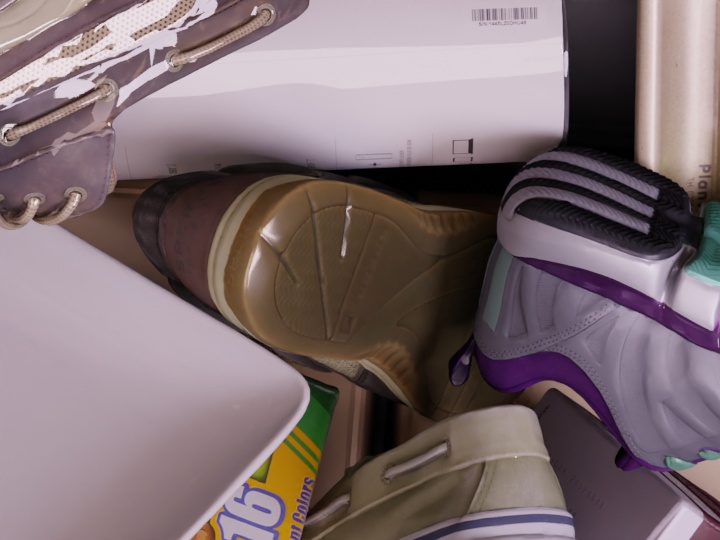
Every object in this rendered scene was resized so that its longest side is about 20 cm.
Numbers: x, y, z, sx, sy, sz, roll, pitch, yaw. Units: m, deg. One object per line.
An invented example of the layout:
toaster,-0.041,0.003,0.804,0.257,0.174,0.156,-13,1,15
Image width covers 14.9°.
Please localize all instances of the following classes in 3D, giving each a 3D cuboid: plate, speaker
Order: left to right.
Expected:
plate,-0.148,0.061,0.813,0.199,0.200,0.032,30,152,22
speaker,-0.035,-0.070,0.892,0.200,0.081,0.081,-3,116,1

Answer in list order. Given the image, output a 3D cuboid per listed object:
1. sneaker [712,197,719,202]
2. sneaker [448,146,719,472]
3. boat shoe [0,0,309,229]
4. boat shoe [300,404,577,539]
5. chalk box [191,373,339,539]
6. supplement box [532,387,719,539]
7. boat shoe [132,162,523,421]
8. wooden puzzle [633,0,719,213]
sneaker,0.167,-0.020,0.933,0.104,0.060,0.200,37,107,-14
sneaker,0.129,0.036,0.863,0.200,0.074,0.088,24,121,6
boat shoe,-0.100,-0.046,0.814,0.200,0.074,0.073,-37,101,2
boat shoe,0.015,0.093,0.924,0.072,0.062,0.200,7,162,-28
chalk box,-0.129,0.077,0.915,0.200,0.124,0.125,22,145,-12
supplement box,0.139,0.128,0.955,0.200,0.109,0.061,34,94,-26
boat shoe,-0.001,0.001,0.901,0.066,0.201,0.072,26,93,31
wooden puzzle,0.187,-0.025,0.884,0.200,0.037,0.185,-3,111,-4
